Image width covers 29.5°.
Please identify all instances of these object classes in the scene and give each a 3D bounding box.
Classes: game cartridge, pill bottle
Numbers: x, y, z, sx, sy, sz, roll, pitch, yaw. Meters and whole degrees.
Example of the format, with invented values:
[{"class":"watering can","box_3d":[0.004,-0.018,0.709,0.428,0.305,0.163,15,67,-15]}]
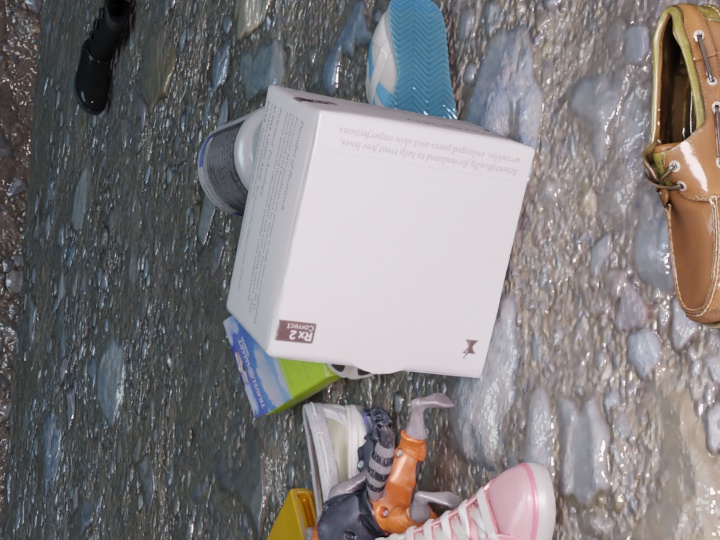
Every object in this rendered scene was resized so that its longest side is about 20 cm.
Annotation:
[{"class":"game cartridge","box_3d":[-0.073,0.360,1.428,0.177,0.032,0.201,-109,32,-44]},{"class":"pill bottle","box_3d":[-0.099,-0.122,1.509,0.200,0.112,0.115,176,100,-66]}]

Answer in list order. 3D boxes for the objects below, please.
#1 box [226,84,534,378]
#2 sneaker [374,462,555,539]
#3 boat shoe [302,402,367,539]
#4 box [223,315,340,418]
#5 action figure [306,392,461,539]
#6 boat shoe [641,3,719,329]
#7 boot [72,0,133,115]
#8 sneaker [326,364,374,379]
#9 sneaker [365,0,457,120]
[{"class":"box","box_3d":[0.013,-0.031,1.125,0.131,0.197,0.203,-143,64,-62]},{"class":"sneaker","box_3d":[0.068,0.220,1.052,0.076,0.103,0.201,-103,32,-42]},{"class":"boat shoe","box_3d":[-0.030,0.228,1.301,0.074,0.064,0.205,137,138,-76]},{"class":"box","box_3d":[-0.076,0.075,1.445,0.200,0.047,0.123,-36,71,59]},{"class":"action figure","box_3d":[0.010,0.185,1.199,0.194,0.104,0.202,-52,38,36]},{"class":"boat shoe","box_3d":[0.207,-0.066,0.855,0.072,0.067,0.203,-15,71,63]},{"class":"boot","box_3d":[-0.460,-0.401,2.472,0.200,0.065,0.167,-41,49,51]},{"class":"sneaker","box_3d":[0.000,0.000,1.304,0.083,0.080,0.202,-120,45,-72]},{"class":"sneaker","box_3d":[0.043,-0.148,1.257,0.081,0.076,0.203,129,147,-64]}]
